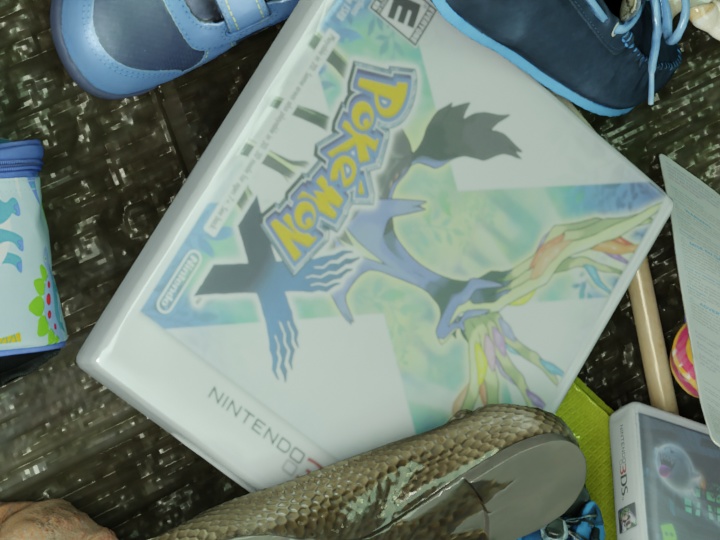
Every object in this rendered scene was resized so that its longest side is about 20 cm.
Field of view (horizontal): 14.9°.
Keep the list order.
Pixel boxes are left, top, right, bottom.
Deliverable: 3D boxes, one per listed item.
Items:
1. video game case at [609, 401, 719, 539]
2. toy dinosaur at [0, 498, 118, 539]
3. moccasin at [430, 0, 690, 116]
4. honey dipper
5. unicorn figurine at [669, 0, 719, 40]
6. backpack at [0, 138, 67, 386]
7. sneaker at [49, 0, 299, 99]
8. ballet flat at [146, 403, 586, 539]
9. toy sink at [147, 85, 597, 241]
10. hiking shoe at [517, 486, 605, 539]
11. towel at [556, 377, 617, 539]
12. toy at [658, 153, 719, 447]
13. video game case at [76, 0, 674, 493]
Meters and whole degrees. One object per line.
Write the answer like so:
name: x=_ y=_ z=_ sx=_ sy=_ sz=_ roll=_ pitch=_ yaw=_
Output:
video game case: x=0.196 y=0.165 z=1.215 sx=0.199 sy=0.023 sz=0.183 roll=19 pitch=54 yaw=-30
toy dinosaur: x=-0.110 y=0.130 z=1.088 sx=0.135 sy=0.086 sz=0.200 roll=-30 pitch=61 yaw=-33
moccasin: x=0.090 y=-0.110 z=1.093 sx=0.081 sy=0.068 sz=0.200 roll=58 pitch=20 yaw=19
honey dipper: x=0.139 y=0.070 z=1.265 sx=0.038 sy=0.038 sz=0.201 roll=-16 pitch=96 yaw=-27
unicorn figurine: x=0.192 y=-0.141 z=1.265 sx=0.137 sy=0.074 sz=0.201 roll=-6 pitch=97 yaw=-24
backpack: x=-0.212 y=-0.008 z=0.986 sx=0.199 sy=0.182 sz=0.148 roll=-9 pitch=92 yaw=-40
sneaker: x=-0.038 y=-0.137 z=1.134 sx=0.200 sy=0.082 sz=0.074 roll=-34 pitch=109 yaw=-23
ballet flat: x=-0.011 y=0.095 z=1.031 sx=0.199 sy=0.046 sz=0.068 roll=-21 pitch=131 yaw=-14
toy sink: x=0.000 y=0.000 z=1.141 sx=0.130 sy=0.112 sz=0.200 roll=46 pitch=70 yaw=-21
hiking shoe: x=0.063 y=0.124 z=1.120 sx=0.074 sy=0.200 sz=0.087 roll=15 pitch=96 yaw=-3
towel: x=0.124 y=0.132 z=1.236 sx=0.200 sy=0.018 sz=0.086 roll=44 pitch=83 yaw=-10
toy: x=0.173 y=0.046 z=1.231 sx=0.115 sy=0.200 sz=0.047 roll=33 pitch=118 yaw=-25
video game case: x=0.012 y=0.003 z=1.071 sx=0.182 sy=0.022 sz=0.201 roll=38 pitch=74 yaw=-24
